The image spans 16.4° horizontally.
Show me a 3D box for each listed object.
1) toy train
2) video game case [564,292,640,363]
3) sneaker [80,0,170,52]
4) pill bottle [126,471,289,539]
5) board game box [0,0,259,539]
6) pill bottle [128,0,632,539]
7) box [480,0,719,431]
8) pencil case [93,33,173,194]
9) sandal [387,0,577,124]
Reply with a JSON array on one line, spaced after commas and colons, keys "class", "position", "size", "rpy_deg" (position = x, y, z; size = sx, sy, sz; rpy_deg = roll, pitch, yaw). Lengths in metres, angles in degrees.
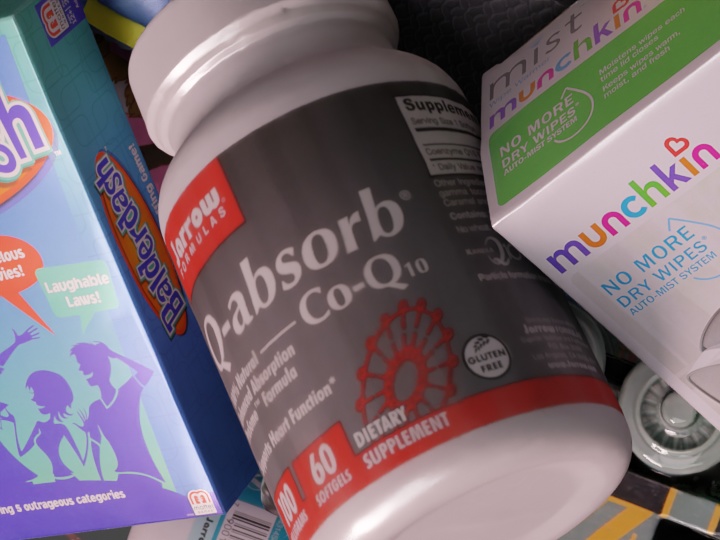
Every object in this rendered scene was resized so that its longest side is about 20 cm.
[{"class": "toy train", "position": [0.058, 0.065, 0.924], "size": [0.199, 0.085, 0.115], "rpy_deg": [20, 90, 8]}, {"class": "video game case", "position": [0.085, 0.069, 1.004], "size": [0.182, 0.022, 0.200], "rpy_deg": [46, 126, -12]}, {"class": "sneaker", "position": [-0.122, -0.150, 0.914], "size": [0.199, 0.066, 0.079], "rpy_deg": [27, 117, 0]}, {"class": "pill bottle", "position": [0.008, 0.138, 0.996], "size": [0.199, 0.111, 0.111], "rpy_deg": [19, 127, 8]}, {"class": "board game box", "position": [-0.139, 0.003, 0.918], "size": [0.151, 0.045, 0.201], "rpy_deg": [-10, 113, 29]}, {"class": "pill bottle", "position": [0.000, 0.000, 0.834], "size": [0.116, 0.115, 0.201], "rpy_deg": [-44, 60, 37]}, {"class": "box", "position": [0.169, -0.046, 0.811], "size": [0.200, 0.097, 0.176], "rpy_deg": [-37, 119, 25]}, {"class": "pencil case", "position": [-0.110, -0.059, 0.952], "size": [0.199, 0.087, 0.083], "rpy_deg": [26, 134, 2]}, {"class": "sandal", "position": [0.104, -0.070, 0.898], "size": [0.199, 0.043, 0.076], "rpy_deg": [16, 136, -2]}]
